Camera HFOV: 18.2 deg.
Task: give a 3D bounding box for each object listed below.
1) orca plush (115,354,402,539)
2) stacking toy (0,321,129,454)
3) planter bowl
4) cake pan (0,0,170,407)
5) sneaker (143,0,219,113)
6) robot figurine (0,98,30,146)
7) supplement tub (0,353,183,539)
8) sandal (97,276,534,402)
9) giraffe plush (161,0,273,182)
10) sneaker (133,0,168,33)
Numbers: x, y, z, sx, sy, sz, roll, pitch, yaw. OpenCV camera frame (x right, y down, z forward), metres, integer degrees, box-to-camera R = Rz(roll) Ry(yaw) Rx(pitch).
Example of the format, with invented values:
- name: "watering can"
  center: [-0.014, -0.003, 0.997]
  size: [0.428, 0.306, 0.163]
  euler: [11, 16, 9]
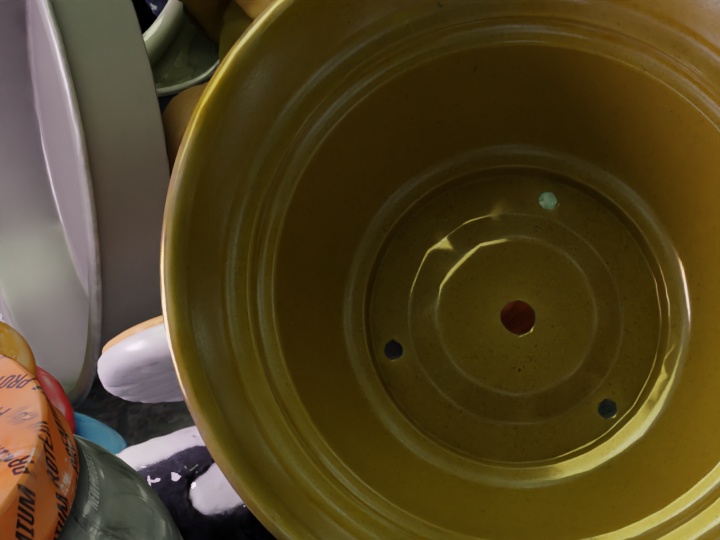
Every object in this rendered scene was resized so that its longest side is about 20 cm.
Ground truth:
- name: "orca plush"
  center: [-0.030, 0.079, 0.697]
  size: [0.199, 0.105, 0.071]
  euler: [-9, 68, -16]
- name: "stacking toy"
  center: [-0.172, 0.017, 0.752]
  size: [0.116, 0.200, 0.110]
  euler: [7, 42, 39]
- name: "planter bowl"
  center: [0.047, 0.006, 0.628]
  size: [0.200, 0.201, 0.083]
  euler: [-25, -11, -6]
- name: "cake pan"
  center: [-0.113, -0.050, 0.835]
  size: [0.037, 0.201, 0.200]
  euler: [-12, 28, -20]
- name: "sneaker"
  center: [-0.036, -0.099, 0.944]
  size: [0.200, 0.090, 0.067]
  euler: [-37, 33, -23]
- name: "robot figurine"
  center: [-0.182, -0.102, 1.016]
  size: [0.170, 0.113, 0.200]
  euler: [-48, 25, 24]
- name: "supplement tub"
  center: [-0.081, 0.124, 0.540]
  size: [0.122, 0.200, 0.123]
  euler: [-15, 32, 10]
- name: "sandal"
  center: [0.005, -0.003, 0.717]
  size: [0.206, 0.059, 0.079]
  euler: [-5, -16, -41]
- name: "giraffe plush"
  center: [-0.022, -0.061, 0.823]
  size: [0.172, 0.200, 0.163]
  euler: [-5, 62, 55]
- name: "sneaker"
  center: [-0.035, -0.144, 1.028]
  size: [0.200, 0.070, 0.109]
  euler: [-19, 27, 17]
